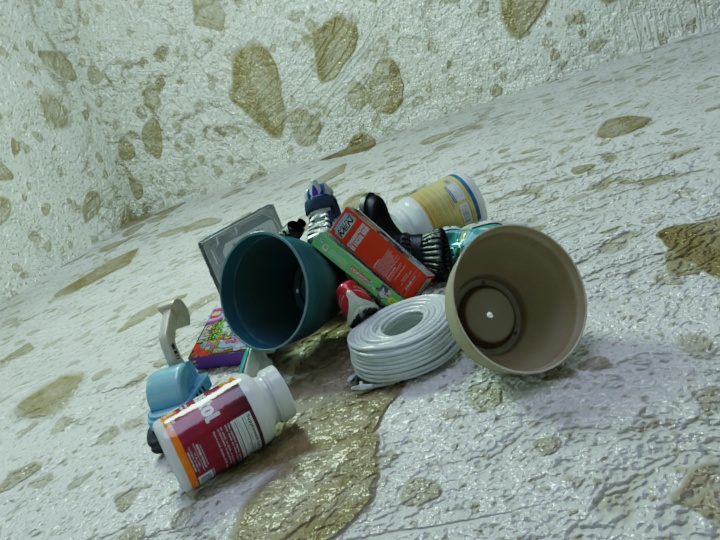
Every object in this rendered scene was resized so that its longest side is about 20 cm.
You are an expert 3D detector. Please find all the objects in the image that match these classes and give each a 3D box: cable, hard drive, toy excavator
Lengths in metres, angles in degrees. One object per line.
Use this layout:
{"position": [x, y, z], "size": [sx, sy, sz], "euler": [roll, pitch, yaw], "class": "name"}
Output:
{"position": [0.073, 0.107, 1.189], "size": [0.195, 0.071, 0.201], "euler": [-15, 19, 21], "class": "cable"}
{"position": [-0.253, -0.044, 1.640], "size": [0.197, 0.143, 0.037], "euler": [-30, 18, -28], "class": "hard drive"}
{"position": [-0.311, 0.172, 1.235], "size": [0.097, 0.205, 0.195], "euler": [-14, 19, 16], "class": "toy excavator"}

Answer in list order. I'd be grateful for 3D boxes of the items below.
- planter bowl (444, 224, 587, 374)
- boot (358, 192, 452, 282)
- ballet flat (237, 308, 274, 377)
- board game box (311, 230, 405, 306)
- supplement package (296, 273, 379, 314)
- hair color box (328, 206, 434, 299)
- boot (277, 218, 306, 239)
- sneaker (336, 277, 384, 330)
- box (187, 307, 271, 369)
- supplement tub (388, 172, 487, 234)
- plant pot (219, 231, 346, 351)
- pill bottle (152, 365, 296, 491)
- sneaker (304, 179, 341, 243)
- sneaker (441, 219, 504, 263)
{"position": [0.203, 0.053, 1.039], "size": [0.197, 0.204, 0.135], "euler": [-26, -8, -17], "class": "planter bowl"}
{"position": [0.093, -0.069, 1.459], "size": [0.155, 0.217, 0.079], "euler": [-15, 6, 32], "class": "boot"}
{"position": [-0.187, 0.150, 1.342], "size": [0.068, 0.070, 0.204], "euler": [-15, 44, 18], "class": "ballet flat"}
{"position": [0.000, 0.000, 1.352], "size": [0.029, 0.199, 0.135], "euler": [-51, 0, 6], "class": "board game box"}
{"position": [-0.059, 0.023, 1.518], "size": [0.195, 0.112, 0.114], "euler": [-16, 18, 16], "class": "supplement package"}
{"position": [0.043, -0.031, 1.372], "size": [0.064, 0.199, 0.111], "euler": [-52, -10, 9], "class": "hair color box"}
{"position": [-0.188, -0.030, 1.522], "size": [0.139, 0.077, 0.201], "euler": [-53, 4, 27], "class": "boot"}
{"position": [-0.005, 0.055, 1.321], "size": [0.076, 0.086, 0.200], "euler": [-32, -10, -3], "class": "sneaker"}
{"position": [-0.246, 0.128, 1.486], "size": [0.195, 0.039, 0.139], "euler": [-11, 40, 31], "class": "box"}
{"position": [0.162, -0.111, 1.589], "size": [0.196, 0.148, 0.144], "euler": [-26, 18, -17], "class": "supplement tub"}
{"position": [-0.122, 0.033, 1.329], "size": [0.195, 0.207, 0.186], "euler": [-10, -4, 31], "class": "plant pot"}
{"position": [-0.199, 0.228, 1.089], "size": [0.197, 0.116, 0.112], "euler": [-28, 19, -21], "class": "pill bottle"}
{"position": [-0.088, -0.105, 1.492], "size": [0.078, 0.150, 0.201], "euler": [-15, 17, 16], "class": "sneaker"}
{"position": [0.209, -0.049, 1.482], "size": [0.195, 0.079, 0.080], "euler": [-18, 26, 11], "class": "sneaker"}
